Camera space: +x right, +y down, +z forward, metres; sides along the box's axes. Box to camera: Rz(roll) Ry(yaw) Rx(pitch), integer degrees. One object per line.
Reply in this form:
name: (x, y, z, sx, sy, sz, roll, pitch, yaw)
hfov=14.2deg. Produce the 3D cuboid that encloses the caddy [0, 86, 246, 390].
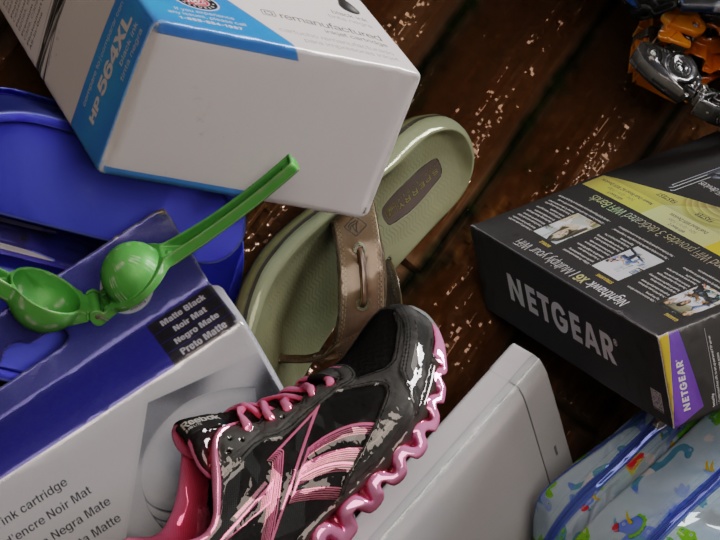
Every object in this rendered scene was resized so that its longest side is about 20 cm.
caddy: (-0.150, -0.011, 1.429, 0.199, 0.105, 0.142, 15, 94, -16)

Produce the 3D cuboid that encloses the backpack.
backpack: (0.183, 0.124, 1.459, 0.153, 0.163, 0.200, 31, 67, 18)

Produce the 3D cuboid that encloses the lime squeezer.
lime squeezer: (-0.124, -0.009, 1.336, 0.199, 0.038, 0.071, -8, 107, -5)

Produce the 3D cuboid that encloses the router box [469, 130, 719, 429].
router box: (0.170, 0.000, 1.462, 0.156, 0.200, 0.053, -20, 114, -18)

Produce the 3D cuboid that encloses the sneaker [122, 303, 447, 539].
sneaker: (-0.038, 0.085, 1.337, 0.095, 0.079, 0.200, 41, 70, -17)

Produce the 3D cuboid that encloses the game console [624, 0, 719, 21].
game console: (0.172, -0.239, 1.530, 0.118, 0.171, 0.201, -19, 50, 12)

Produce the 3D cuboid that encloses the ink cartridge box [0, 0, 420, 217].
ink cartridge box: (-0.080, -0.118, 1.410, 0.145, 0.200, 0.085, 8, 117, -29)

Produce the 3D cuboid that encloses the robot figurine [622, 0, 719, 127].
robot figurine: (0.229, -0.117, 1.570, 0.199, 0.058, 0.146, 19, 54, -10)

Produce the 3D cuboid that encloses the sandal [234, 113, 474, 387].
sandal: (0.000, -0.001, 1.471, 0.057, 0.080, 0.201, 25, 64, 33)

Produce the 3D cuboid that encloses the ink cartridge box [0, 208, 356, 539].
ink cartridge box: (-0.121, 0.106, 1.377, 0.199, 0.041, 0.201, -34, 110, -8)

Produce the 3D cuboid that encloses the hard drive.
hard drive: (0.031, 0.147, 1.425, 0.027, 0.132, 0.200, 30, 65, 32)
